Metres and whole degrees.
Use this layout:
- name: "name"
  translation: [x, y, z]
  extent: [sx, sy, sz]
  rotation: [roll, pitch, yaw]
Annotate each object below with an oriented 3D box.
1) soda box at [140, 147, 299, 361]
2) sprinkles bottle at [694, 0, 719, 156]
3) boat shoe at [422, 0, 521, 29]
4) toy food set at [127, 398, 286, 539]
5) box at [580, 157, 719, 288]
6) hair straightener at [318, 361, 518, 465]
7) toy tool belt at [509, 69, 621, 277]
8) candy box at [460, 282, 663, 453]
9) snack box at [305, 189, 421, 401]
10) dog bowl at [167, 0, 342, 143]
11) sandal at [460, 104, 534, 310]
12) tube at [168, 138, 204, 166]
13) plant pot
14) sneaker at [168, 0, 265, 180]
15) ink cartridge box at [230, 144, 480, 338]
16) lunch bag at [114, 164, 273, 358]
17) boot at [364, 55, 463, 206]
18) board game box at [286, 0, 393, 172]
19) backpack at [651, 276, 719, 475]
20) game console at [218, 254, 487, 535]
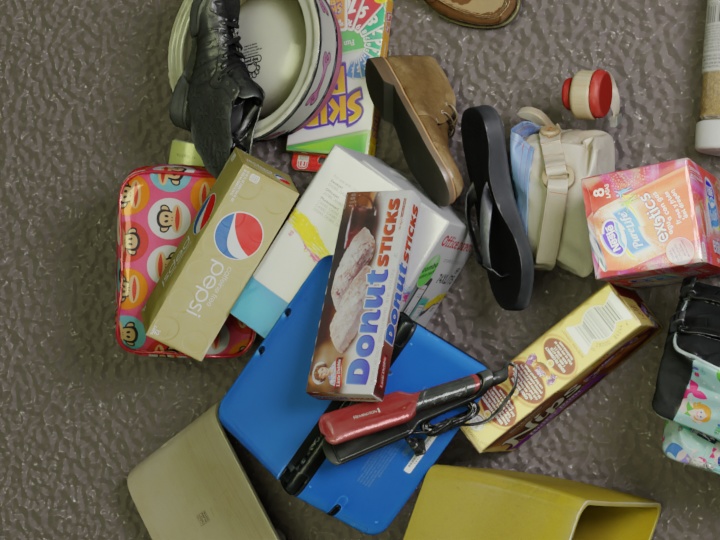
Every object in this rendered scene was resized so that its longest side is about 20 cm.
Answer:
- name: "soda box"
  translation: [-0.142, -0.015, 1.704]
  extent: [0.067, 0.064, 0.201]
  rotation: [27, 102, -20]
- name: "sprinkles bottle"
  translation: [0.361, -0.211, 1.640]
  extent: [0.068, 0.068, 0.202]
  rotation: [4, 88, 20]
- name: "boat shoe"
  translation: [0.071, -0.309, 1.755]
  extent: [0.199, 0.068, 0.072]
  rotation: [31, 95, 19]
- name: "toy food set"
  translation: [-0.150, 0.257, 1.810]
  extent: [0.143, 0.060, 0.201]
  rotation: [-37, 73, 26]
- name: "box"
  translation: [0.278, -0.040, 1.589]
  extent: [0.102, 0.200, 0.095]
  rotation: [-10, 83, 20]
- name: "hair straightener"
  translation: [0.057, 0.132, 1.580]
  extent: [0.199, 0.077, 0.041]
  rotation: [-22, 53, -15]
- name: "toy tool belt"
  translation: [0.181, -0.097, 1.667]
  extent: [0.122, 0.125, 0.202]
  rotation: [6, 107, 26]
- name: "candy box"
  translation: [0.190, 0.096, 1.656]
  extent: [0.200, 0.117, 0.057]
  rotation: [-42, 73, 13]
- name: "snack box"
  translation: [0.004, 0.022, 1.573]
  extent: [0.071, 0.024, 0.201]
  rotation: [0, 67, 29]
- name: "dog bowl"
  translation: [-0.104, -0.226, 1.794]
  extent: [0.199, 0.074, 0.202]
  rotation: [-4, 83, 33]
- name: "sandal"
  translation: [0.121, -0.057, 1.659]
  extent: [0.043, 0.076, 0.202]
  rotation: [-12, 89, -22]
- name: "tube"
  translation: [-0.191, -0.039, 1.847]
  extent: [0.058, 0.052, 0.202]
  rotation: [16, 98, 59]
- name: "plant pot"
  translation: [0.144, 0.281, 1.631]
  extent: [0.176, 0.200, 0.201]
  rotation: [21, 94, 32]
- name: "sneaker"
  translation: [-0.132, -0.194, 1.733]
  extent: [0.104, 0.060, 0.201]
  rotation: [24, 104, 34]
- name: "ink cartridge box"
  translation: [0.000, 0.000, 1.717]
  extent: [0.146, 0.147, 0.201]
  rotation: [35, 99, 17]
- name: "lunch bag"
  translation: [-0.167, -0.009, 1.789]
  extent: [0.175, 0.082, 0.202]
  rotation: [3, 96, -6]
- name: "boot"
  translation: [0.072, -0.148, 1.711]
  extent: [0.075, 0.074, 0.201]
  rotation: [-12, 51, -15]
- name: "board game box"
  translation: [-0.022, -0.203, 1.806]
  extent: [0.095, 0.030, 0.202]
  rotation: [6, 91, 21]
- name: "backpack"
  translation: [0.372, 0.110, 1.558]
  extent: [0.199, 0.178, 0.152]
  rotation: [13, 116, 12]
- name: "game console"
  translation: [-0.007, 0.119, 1.632]
  extent: [0.201, 0.170, 0.118]
  rotation: [-54, 27, 8]
